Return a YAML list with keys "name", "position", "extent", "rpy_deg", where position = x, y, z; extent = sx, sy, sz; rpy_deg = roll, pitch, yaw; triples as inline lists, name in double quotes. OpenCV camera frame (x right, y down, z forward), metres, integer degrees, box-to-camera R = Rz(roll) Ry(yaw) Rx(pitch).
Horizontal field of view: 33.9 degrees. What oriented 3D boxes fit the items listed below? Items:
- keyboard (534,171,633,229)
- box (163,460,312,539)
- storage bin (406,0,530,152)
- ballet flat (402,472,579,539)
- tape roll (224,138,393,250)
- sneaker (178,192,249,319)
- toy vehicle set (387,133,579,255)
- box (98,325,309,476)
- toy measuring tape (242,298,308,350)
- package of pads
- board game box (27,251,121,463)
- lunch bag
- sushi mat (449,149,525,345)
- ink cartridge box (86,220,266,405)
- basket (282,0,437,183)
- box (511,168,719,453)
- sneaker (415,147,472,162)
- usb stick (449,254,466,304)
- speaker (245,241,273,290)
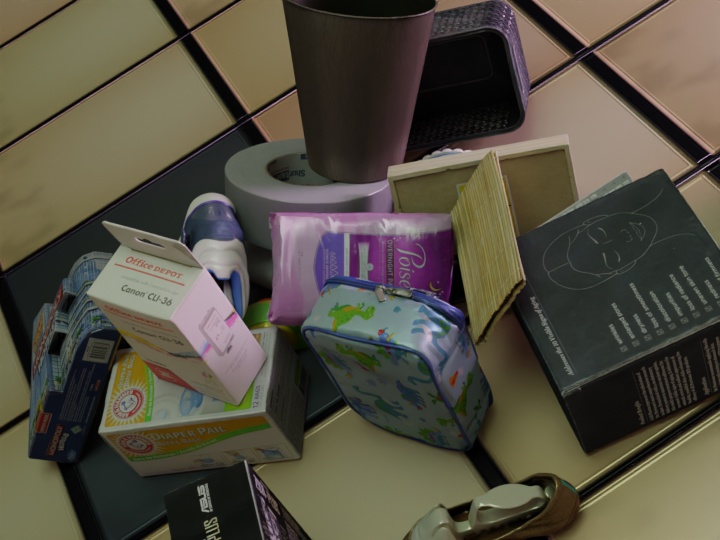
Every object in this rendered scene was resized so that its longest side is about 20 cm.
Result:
- name: "keyboard"
  position: [0.212, -0.028, 1.261]
  extent: [0.200, 0.011, 0.056]
  rpy_deg: [-33, 90, 13]
- name: "box"
  position: [-0.088, 0.297, 1.068]
  extent: [0.086, 0.200, 0.164]
  rpy_deg: [-24, 48, 5]
- name: "storage bin"
  position: [0.096, -0.232, 1.430]
  extent: [0.199, 0.136, 0.094]
  rpy_deg: [-8, 30, 18]
- name: "ballet flat"
  position: [0.109, 0.239, 1.113]
  extent: [0.199, 0.072, 0.068]
  rpy_deg: [-21, 48, 8]
- name: "tape roll"
  position: [-0.059, -0.090, 1.388]
  extent: [0.199, 0.066, 0.200]
  rpy_deg: [1, 26, 0]
- name: "sneaker"
  position: [-0.173, 0.029, 1.323]
  extent: [0.080, 0.201, 0.147]
  rpy_deg: [4, 42, -16]
- name: "toy vehicle set"
  position: [0.140, -0.071, 1.298]
  extent: [0.199, 0.125, 0.027]
  rpy_deg: [-9, 28, 11]
- name: "box"
  position: [-0.169, 0.145, 1.290]
  extent: [0.199, 0.101, 0.113]
  rpy_deg: [-9, 50, 18]
- name: "toy measuring tape"
  position: [-0.140, 0.076, 1.353]
  extent: [0.199, 0.074, 0.074]
  rpy_deg: [-14, 50, 13]
- name: "package of pads"
  position: [0.000, 0.000, 1.258]
  extent: [0.199, 0.076, 0.121]
  rpy_deg: [1, 86, -1]
- name: "board game box"
  position: [-0.341, 0.083, 1.386]
  extent: [0.201, 0.061, 0.200]
  rpy_deg: [-66, 28, 27]
- name: "lunch bag"
  position: [0.037, 0.092, 1.174]
  extent: [0.160, 0.200, 0.083]
  rpy_deg: [11, 58, 31]
- name: "sushi mat"
  position: [0.127, -0.027, 1.194]
  extent: [0.012, 0.096, 0.200]
  rpy_deg: [15, 41, -18]
- name: "ink cartridge box"
  position: [-0.189, 0.044, 1.174]
  extent: [0.116, 0.200, 0.068]
  rpy_deg: [13, 59, 32]
- name: "basket"
  position: [-0.005, -0.213, 1.332]
  extent: [0.180, 0.201, 0.136]
  rpy_deg: [16, 33, 22]
- name: "box"
  position: [0.261, 0.038, 1.168]
  extent: [0.196, 0.124, 0.200]
  rpy_deg: [-24, 47, 4]
- name: "sneaker"
  position: [0.134, -0.088, 1.355]
  extent: [0.199, 0.079, 0.089]
  rpy_deg: [-6, 50, 20]
- name: "usb stick"
  position: [0.157, -0.004, 1.298]
  extent: [0.199, 0.056, 0.033]
  rpy_deg: [-15, 13, 13]
- name: "speaker"
  position: [-0.090, -0.013, 1.394]
  extent: [0.200, 0.081, 0.081]
  rpy_deg: [23, 66, 35]
